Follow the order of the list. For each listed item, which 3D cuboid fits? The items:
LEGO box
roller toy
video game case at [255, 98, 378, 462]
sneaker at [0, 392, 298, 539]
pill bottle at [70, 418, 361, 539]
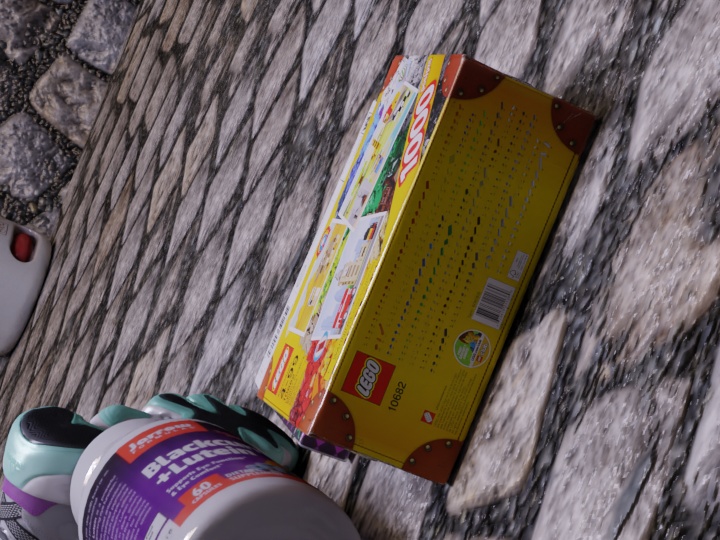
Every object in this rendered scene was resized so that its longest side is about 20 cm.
[{"bbox_3d":[0.030,-0.005,1.192,0.200,0.077,0.149,-68,13,-1],"label":"LEGO box"},{"bbox_3d":[-0.522,0.012,3.238,0.182,0.140,0.200,-30,39,68],"label":"roller toy"},{"bbox_3d":[0.000,0.000,1.395,0.181,0.036,0.200,-144,76,-77],"label":"video game case"},{"bbox_3d":[-0.137,0.150,1.406,0.078,0.200,0.140,41,121,47],"label":"sneaker"},{"bbox_3d":[-0.085,0.142,1.244,0.200,0.111,0.112,23,90,62],"label":"pill bottle"}]
